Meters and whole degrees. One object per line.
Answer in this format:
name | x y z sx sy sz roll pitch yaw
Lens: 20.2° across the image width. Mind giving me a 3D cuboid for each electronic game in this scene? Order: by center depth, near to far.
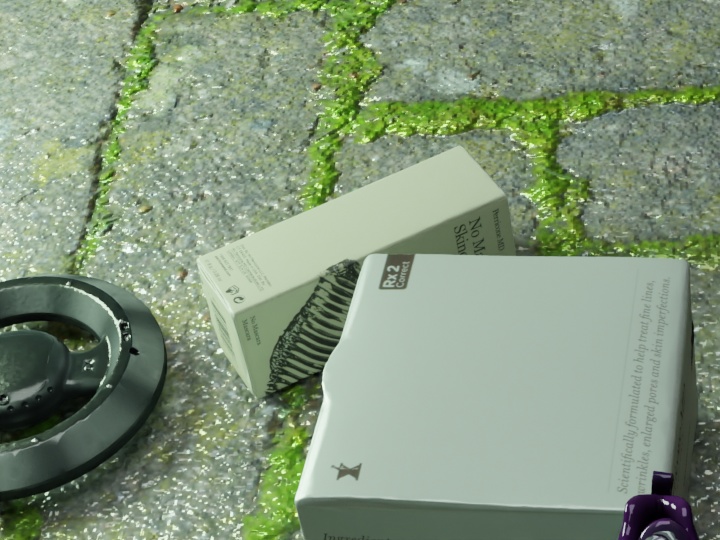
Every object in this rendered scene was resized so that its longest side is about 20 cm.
electronic game | -0.225 0.073 1.321 0.200 0.042 0.200 -7 42 6

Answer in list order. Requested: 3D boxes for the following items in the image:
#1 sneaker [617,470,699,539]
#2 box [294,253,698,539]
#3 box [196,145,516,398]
sneaker | 0.133 0.169 0.929 0.074 0.088 0.200 -2 20 6
box | 0.086 0.103 1.147 0.200 0.131 0.199 1 43 14
box | 0.000 0.000 1.322 0.200 0.082 0.068 -24 42 -12
